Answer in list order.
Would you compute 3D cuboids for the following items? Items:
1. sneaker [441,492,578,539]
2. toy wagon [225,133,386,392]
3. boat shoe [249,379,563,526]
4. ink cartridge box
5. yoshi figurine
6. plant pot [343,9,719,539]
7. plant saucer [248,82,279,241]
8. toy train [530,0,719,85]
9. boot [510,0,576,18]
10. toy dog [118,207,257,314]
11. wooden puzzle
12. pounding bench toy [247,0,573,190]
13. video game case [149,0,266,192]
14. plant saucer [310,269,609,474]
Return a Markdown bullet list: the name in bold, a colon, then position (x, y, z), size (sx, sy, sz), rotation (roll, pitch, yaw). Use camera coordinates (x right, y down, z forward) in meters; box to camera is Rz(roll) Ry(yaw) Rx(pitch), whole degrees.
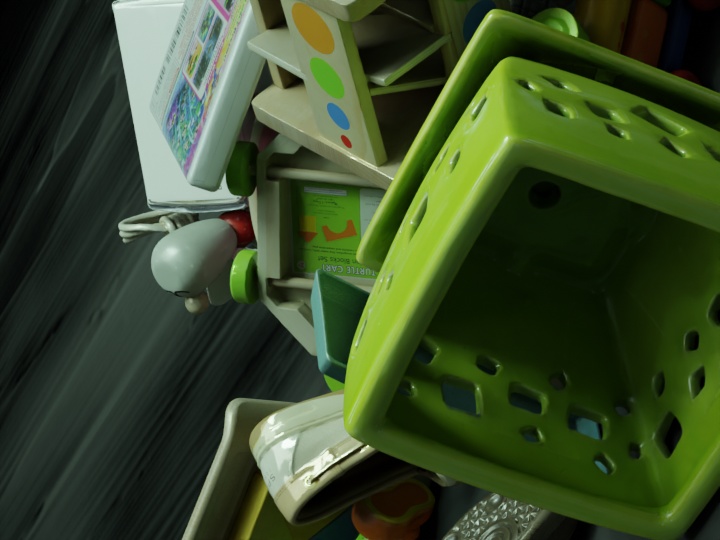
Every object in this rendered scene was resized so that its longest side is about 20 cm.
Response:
- **sneaker**: position (0.067, 0.201, 1.626), size (0.200, 0.076, 0.070), rotation (-49, 25, 2)
- **toy wagon**: position (0.000, 0.000, 1.690), size (0.040, 0.155, 0.200), rotation (-45, -42, -60)
- **boat shoe**: position (0.039, 0.093, 1.649), size (0.074, 0.200, 0.069), rotation (62, -172, -62)
- **ink cartridge box**: position (-0.070, -0.134, 1.933), size (0.085, 0.200, 0.146), rotation (-2, 105, 29)
- **yoshi figurine**: position (-0.001, 0.227, 1.708), size (0.200, 0.112, 0.112), rotation (-64, 31, 31)
- **plant pot**: position (0.111, -0.008, 1.495), size (0.182, 0.200, 0.199), rotation (-97, 31, -55)
- **plant saucer**: position (-0.012, -0.051, 1.771), size (0.200, 0.051, 0.201), rotation (15, 108, 56)
- **toy train**: position (0.127, -0.105, 1.587), size (0.085, 0.116, 0.200), rotation (7, 80, 37)
- **boot**: position (0.088, -0.067, 1.744), size (0.151, 0.073, 0.200), rotation (-44, 44, 50)
- **toy dog**: position (-0.052, -0.006, 1.917), size (0.132, 0.200, 0.096), rotation (14, 119, 65)
- **wooden puzzle**: position (-0.039, 0.180, 1.745), size (0.037, 0.185, 0.200), rotation (28, 103, 43)
- **pounding bench toy**: position (0.034, -0.176, 1.606), size (0.124, 0.200, 0.156), rotation (30, 149, 38)
- **video game case**: position (-0.074, -0.163, 1.725), size (0.182, 0.024, 0.200), rotation (-124, 53, -69)
- **plant saucer**: position (0.053, 0.065, 1.562), size (0.019, 0.200, 0.070), rotation (-44, 34, 29)
